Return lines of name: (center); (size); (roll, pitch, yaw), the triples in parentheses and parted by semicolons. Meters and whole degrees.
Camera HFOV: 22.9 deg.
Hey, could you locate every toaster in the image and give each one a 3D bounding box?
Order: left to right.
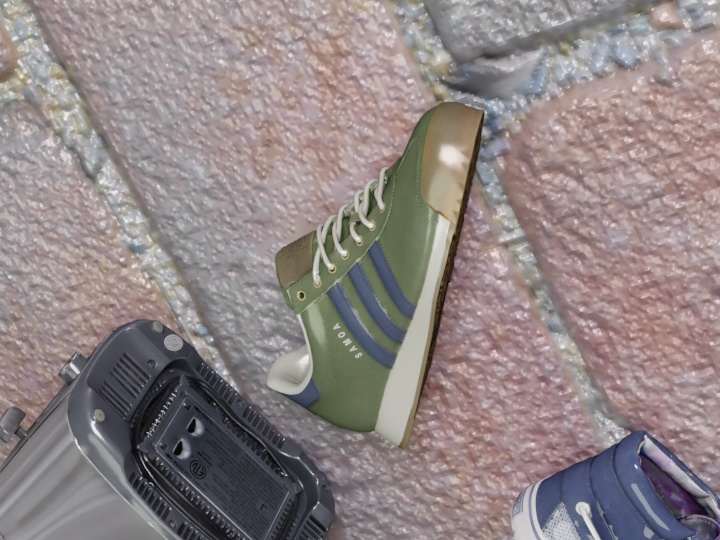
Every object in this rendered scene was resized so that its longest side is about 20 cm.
toaster: (-0.109, 0.134, 0.981); (0.200, 0.114, 0.129); (43, 128, -13)

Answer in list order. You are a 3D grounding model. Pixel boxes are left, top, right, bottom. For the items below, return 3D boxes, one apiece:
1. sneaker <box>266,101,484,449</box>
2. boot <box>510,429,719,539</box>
sneaker: (0.000, 0.000, 0.885); (0.089, 0.067, 0.202); (15, 126, 5)
boot: (0.171, 0.177, 0.924); (0.200, 0.073, 0.090); (47, 129, -10)
